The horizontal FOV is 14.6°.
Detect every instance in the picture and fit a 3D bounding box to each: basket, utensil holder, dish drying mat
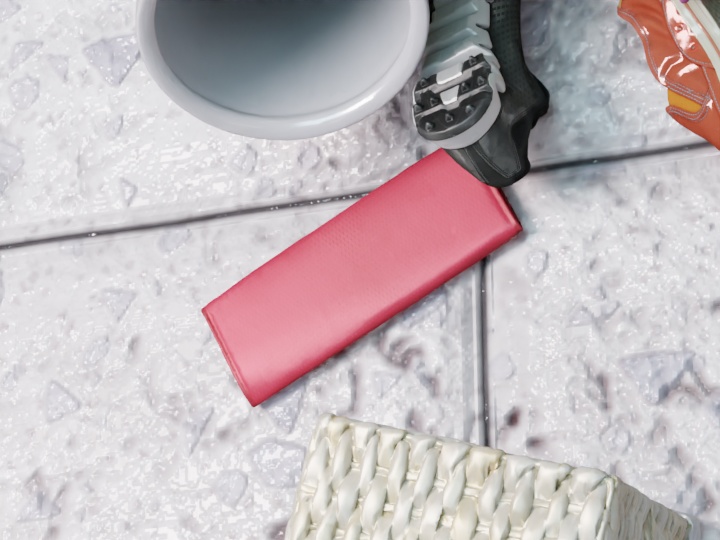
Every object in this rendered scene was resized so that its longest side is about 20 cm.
[{"bbox_3d":[0.058,0.199,1.540,0.197,0.161,0.201,10,80,25],"label":"basket"},{"bbox_3d":[-0.051,-0.205,1.677,0.169,0.170,0.201,-24,41,15],"label":"utensil holder"},{"bbox_3d":[0.000,0.000,1.707,0.199,0.018,0.077,-33,63,10],"label":"dish drying mat"}]

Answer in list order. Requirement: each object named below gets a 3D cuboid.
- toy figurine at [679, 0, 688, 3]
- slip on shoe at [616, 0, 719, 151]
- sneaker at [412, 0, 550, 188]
[{"bbox_3d":[0.228,-0.192,1.586,0.183,0.150,0.201,15,83,22],"label":"toy figurine"},{"bbox_3d":[0.210,-0.099,1.624,0.061,0.074,0.201,-44,61,31],"label":"slip on shoe"},{"bbox_3d":[0.074,-0.126,1.687,0.066,0.091,0.201,-21,41,23],"label":"sneaker"}]
